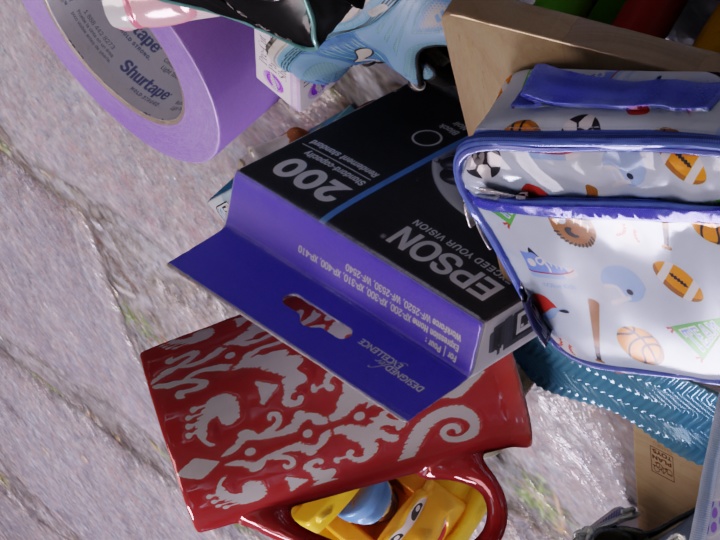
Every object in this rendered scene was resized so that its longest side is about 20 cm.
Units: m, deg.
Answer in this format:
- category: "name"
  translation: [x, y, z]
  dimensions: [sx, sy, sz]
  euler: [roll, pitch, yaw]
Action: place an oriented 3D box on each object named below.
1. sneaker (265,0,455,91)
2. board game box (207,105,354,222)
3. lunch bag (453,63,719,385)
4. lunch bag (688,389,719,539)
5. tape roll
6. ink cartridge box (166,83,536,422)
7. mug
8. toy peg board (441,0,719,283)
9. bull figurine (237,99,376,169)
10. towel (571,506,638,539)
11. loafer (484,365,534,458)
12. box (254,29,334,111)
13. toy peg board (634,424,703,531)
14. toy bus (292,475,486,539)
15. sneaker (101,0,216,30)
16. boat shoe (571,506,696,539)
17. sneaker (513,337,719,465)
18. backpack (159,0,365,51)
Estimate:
- category: "sneaker"
  translation: [0.015, -0.127, 1.516]
  dimensions: [0.090, 0.078, 0.200]
  euler: [47, 160, -8]
- category: "board game box"
  translation: [-0.008, -0.017, 1.792]
  dimensions: [0.151, 0.047, 0.200]
  euler: [50, 159, -7]
- category: "lunch bag"
  translation: [0.140, -0.023, 1.262]
  dimensions: [0.199, 0.076, 0.161]
  euler: [3, 136, 40]
- category: "lunch bag"
  translation: [0.251, 0.163, 1.358]
  dimensions: [0.169, 0.201, 0.127]
  euler: [10, 177, 44]
- category: "tape roll"
  translation: [-0.138, -0.166, 1.758]
  dimensions: [0.200, 0.066, 0.200]
  euler: [40, 158, 19]
- category: "ink cartridge box"
  translation: [0.028, -0.018, 1.508]
  dimensions: [0.198, 0.199, 0.044]
  euler: [31, 138, 36]
- category: "mug"
  translation: [-0.010, 0.083, 1.559]
  dimensions: [0.134, 0.199, 0.178]
  euler: [77, 174, -54]
- category: "toy peg board"
  translation: [0.162, -0.067, 1.346]
  dimensions: [0.198, 0.098, 0.201]
  euler: [17, 147, 26]
- category: "bull figurine"
  translation: [0.000, 0.000, 1.657]
  dimensions: [0.065, 0.121, 0.201]
  euler: [-162, 61, -68]
- category: "towel"
  translation: [0.185, 0.229, 1.709]
  dimensions: [0.199, 0.147, 0.024]
  euler: [28, 141, 38]
- category: "loafer"
  translation: [0.080, 0.076, 1.770]
  dimensions: [0.070, 0.075, 0.200]
  euler: [37, 164, -7]
- category: "box"
  translation: [-0.037, -0.166, 1.595]
  dimensions: [0.041, 0.039, 0.200]
  euler: [41, 158, 19]
- category: "toy peg board"
  translation: [0.263, 0.177, 1.562]
  dimensions: [0.199, 0.098, 0.200]
  euler: [27, 137, 40]
- category: "toy bus"
  translation: [-0.028, 0.125, 1.881]
  dimensions: [0.200, 0.136, 0.192]
  euler: [38, 179, 20]
- category: "sneaker"
  translation: [-0.107, -0.235, 1.584]
  dimensions: [0.104, 0.075, 0.201]
  euler: [1, 117, 20]
- category: "boat shoe"
  translation: [0.145, 0.169, 1.543]
  dimensions: [0.062, 0.075, 0.200]
  euler: [59, 147, -5]
- category: "sneaker"
  translation: [0.169, 0.044, 1.509]
  dimensions: [0.199, 0.081, 0.077]
  euler: [27, 150, 40]
- category: "backpack"
  translation: [-0.069, -0.220, 1.405]
  dimensions: [0.199, 0.153, 0.176]
  euler: [10, 136, 44]
